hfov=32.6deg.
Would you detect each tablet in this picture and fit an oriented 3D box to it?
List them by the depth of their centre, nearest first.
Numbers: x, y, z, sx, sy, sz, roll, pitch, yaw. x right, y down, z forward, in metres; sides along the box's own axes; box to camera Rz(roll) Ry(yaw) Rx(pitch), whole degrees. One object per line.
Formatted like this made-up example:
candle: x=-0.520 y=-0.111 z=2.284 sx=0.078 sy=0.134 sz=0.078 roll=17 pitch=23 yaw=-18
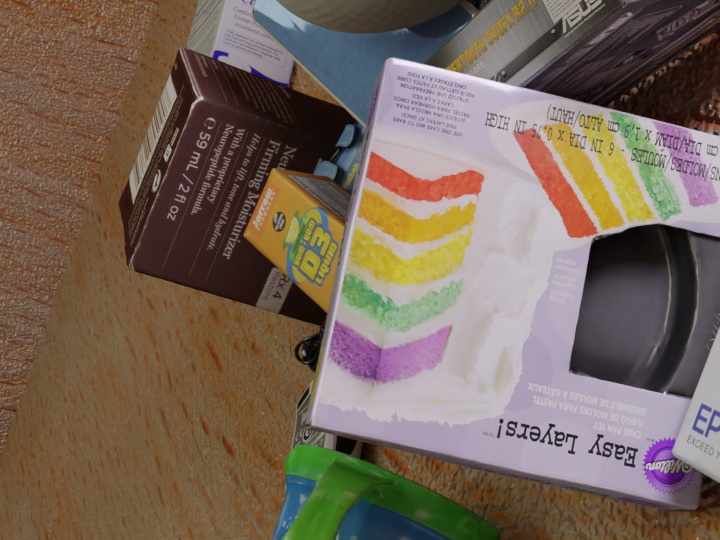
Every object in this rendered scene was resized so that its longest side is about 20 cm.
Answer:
tablet: x=0.000 y=-0.195 z=0.952 sx=0.200 sy=0.014 sz=0.130 roll=46 pitch=122 yaw=26

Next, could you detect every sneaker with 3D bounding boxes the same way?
sneaker: x=-0.002 y=-0.077 z=0.994 sx=0.074 sy=0.082 sz=0.200 roll=179 pitch=98 yaw=-87

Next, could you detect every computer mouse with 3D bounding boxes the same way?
computer mouse: x=-0.023 y=0.113 z=1.002 sx=0.110 sy=0.044 sz=0.200 roll=-47 pitch=26 yaw=39

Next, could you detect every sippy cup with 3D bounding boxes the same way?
sippy cup: x=-0.003 y=0.189 z=0.723 sx=0.140 sy=0.178 sz=0.131 roll=-2 pitch=59 yaw=56

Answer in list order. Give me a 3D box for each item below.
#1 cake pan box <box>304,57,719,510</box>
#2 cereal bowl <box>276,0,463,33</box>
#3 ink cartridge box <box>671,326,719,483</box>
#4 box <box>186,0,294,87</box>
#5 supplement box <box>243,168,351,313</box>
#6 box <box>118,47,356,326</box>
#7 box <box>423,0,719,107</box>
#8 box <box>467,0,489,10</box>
cake pan box: x=0.086 y=0.009 z=0.600 sx=0.052 sy=0.200 sz=0.185 roll=138 pitch=146 yaw=-81
cereal bowl: x=0.009 y=-0.276 z=0.891 sx=0.083 sy=0.200 sz=0.200 roll=67 pitch=-151 yaw=-62
ink cartridge box: x=0.219 y=0.014 z=0.475 sx=0.196 sy=0.043 sz=0.200 roll=28 pitch=100 yaw=69
box: x=-0.152 y=-0.285 z=1.562 sx=0.184 sy=0.105 sz=0.200 roll=-24 pitch=52 yaw=63
supplement box: x=0.000 y=0.000 z=0.891 sx=0.200 sy=0.069 sz=0.067 roll=40 pitch=114 yaw=41
box: x=-0.093 y=-0.075 z=1.107 sx=0.166 sy=0.200 sz=0.164 roll=-66 pitch=22 yaw=17
box: x=0.127 y=-0.131 z=0.669 sx=0.200 sy=0.158 sz=0.048 roll=-35 pitch=78 yaw=58
box: x=0.099 y=-0.156 z=0.913 sx=0.160 sy=0.044 sz=0.200 roll=-61 pitch=23 yaw=27
